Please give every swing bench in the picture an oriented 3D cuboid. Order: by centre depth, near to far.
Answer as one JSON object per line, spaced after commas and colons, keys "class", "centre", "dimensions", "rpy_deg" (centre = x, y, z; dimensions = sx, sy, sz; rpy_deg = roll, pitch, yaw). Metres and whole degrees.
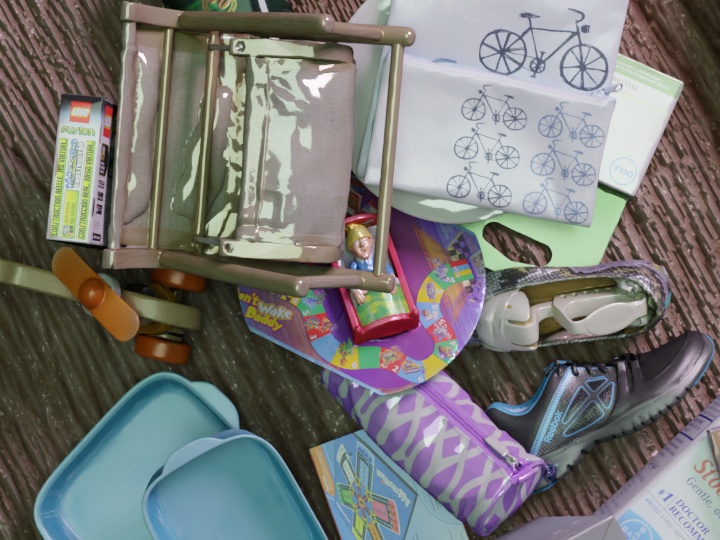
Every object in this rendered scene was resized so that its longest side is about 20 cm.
{"class": "swing bench", "centre": [-0.080, -0.091, 1.297], "dimensions": [0.198, 0.129, 0.201], "rpy_deg": [9, 96, 33]}

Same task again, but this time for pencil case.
{"class": "pencil case", "centre": [0.057, 0.122, 1.379], "dimensions": [0.200, 0.086, 0.084], "rpy_deg": [40, 64, 20]}

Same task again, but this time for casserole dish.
{"class": "casserole dish", "centre": [-0.099, 0.209, 1.402], "dimensions": [0.120, 0.039, 0.201], "rpy_deg": [-29, 118, -3]}
{"class": "casserole dish", "centre": [-0.178, 0.175, 1.436], "dimensions": [0.121, 0.039, 0.200], "rpy_deg": [43, 93, 1]}

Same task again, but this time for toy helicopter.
{"class": "toy helicopter", "centre": [-0.225, 0.019, 1.404], "dimensions": [0.198, 0.132, 0.080], "rpy_deg": [14, 90, 5]}

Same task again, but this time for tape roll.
{"class": "tape roll", "centre": [0.076, -0.141, 1.361], "dimensions": [0.200, 0.071, 0.205], "rpy_deg": [1, 103, 6]}

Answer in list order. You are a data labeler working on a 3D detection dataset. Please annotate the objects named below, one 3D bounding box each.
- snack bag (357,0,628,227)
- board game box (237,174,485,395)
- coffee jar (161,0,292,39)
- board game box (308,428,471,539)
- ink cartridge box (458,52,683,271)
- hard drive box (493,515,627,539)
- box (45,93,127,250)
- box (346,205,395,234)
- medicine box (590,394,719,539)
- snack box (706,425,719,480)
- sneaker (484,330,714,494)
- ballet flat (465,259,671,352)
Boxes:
{"class": "snack bag", "centre": [0.104, -0.146, 1.310], "dimensions": [0.187, 0.021, 0.202], "rpy_deg": [12, 104, 5]}
{"class": "board game box", "centre": [0.000, 0.000, 1.363], "dimensions": [0.199, 0.039, 0.159], "rpy_deg": [26, 69, 10]}
{"class": "coffee jar", "centre": [-0.094, -0.188, 1.422], "dimensions": [0.104, 0.085, 0.202], "rpy_deg": [-25, 87, 3]}
{"class": "board game box", "centre": [0.038, 0.225, 1.436], "dimensions": [0.102, 0.019, 0.202], "rpy_deg": [-20, 87, 1]}
{"class": "ink cartridge box", "centre": [0.158, -0.089, 1.422], "dimensions": [0.144, 0.048, 0.202], "rpy_deg": [24, 88, 4]}
{"class": "hard drive box", "centre": [0.167, 0.273, 1.329], "dimensions": [0.076, 0.200, 0.157], "rpy_deg": [-26, 88, -14]}
{"class": "box", "centre": [-0.200, -0.072, 1.370], "dimensions": [0.034, 0.200, 0.111], "rpy_deg": [6, 88, 6]}
{"class": "box", "centre": [-0.074, -0.028, 1.435], "dimensions": [0.198, 0.049, 0.083], "rpy_deg": [14, 90, 5]}
{"class": "medicine box", "centre": [0.311, 0.206, 1.375], "dimensions": [0.200, 0.103, 0.182], "rpy_deg": [-43, 86, 3]}
{"class": "snack box", "centre": [0.324, 0.208, 1.309], "dimensions": [0.071, 0.024, 0.202], "rpy_deg": [-16, 88, 2]}
{"class": "sneaker", "centre": [0.192, 0.099, 1.400], "dimensions": [0.199, 0.073, 0.082], "rpy_deg": [-33, 88, 3]}
{"class": "ballet flat", "centre": [0.153, 0.032, 1.399], "dimensions": [0.198, 0.072, 0.073], "rpy_deg": [-9, 88, 6]}
